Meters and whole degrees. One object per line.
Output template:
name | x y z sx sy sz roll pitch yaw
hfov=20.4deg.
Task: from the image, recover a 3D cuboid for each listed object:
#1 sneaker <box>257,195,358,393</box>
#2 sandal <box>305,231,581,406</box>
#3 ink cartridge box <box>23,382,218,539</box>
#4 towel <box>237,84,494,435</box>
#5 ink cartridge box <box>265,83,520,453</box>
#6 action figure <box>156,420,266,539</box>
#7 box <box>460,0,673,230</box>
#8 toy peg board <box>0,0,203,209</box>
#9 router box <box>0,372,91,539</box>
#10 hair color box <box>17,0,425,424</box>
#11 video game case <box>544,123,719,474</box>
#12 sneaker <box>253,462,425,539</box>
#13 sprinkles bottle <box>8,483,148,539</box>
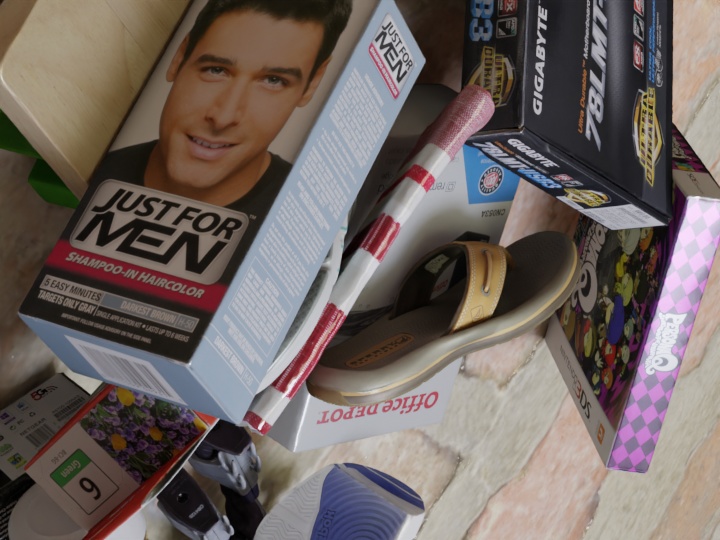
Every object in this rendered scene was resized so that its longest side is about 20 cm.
sneaker | -0.033 -0.016 0.980 0.080 0.070 0.201 79 25 -55
sandal | 0.049 0.015 1.141 0.199 0.080 0.054 -26 112 -31
ink cartridge box | -0.106 0.070 0.982 0.109 0.050 0.200 -41 -174 35
towel | 0.000 0.000 1.032 0.201 0.023 0.144 -56 -178 -7
ink cartridge box | 0.005 -0.004 1.196 0.145 0.083 0.201 -6 119 -49
action figure | -0.076 0.172 1.245 0.130 0.069 0.201 -53 149 -23
box | 0.129 -0.145 1.199 0.198 0.049 0.202 27 63 -55
toy peg board | -0.117 -0.128 0.973 0.200 0.097 0.200 -64 149 -20
router box | -0.215 0.169 1.085 0.200 0.051 0.150 -34 140 -30
hair color box | -0.060 -0.040 0.912 0.201 0.098 0.061 -63 148 -21
video game case | 0.182 0.005 1.351 0.036 0.182 0.201 7 115 -13
sneaker | -0.025 0.204 1.224 0.200 0.080 0.115 -59 159 12
sprinkles bottle | -0.126 0.197 1.080 0.068 0.068 0.201 -38 131 -26
